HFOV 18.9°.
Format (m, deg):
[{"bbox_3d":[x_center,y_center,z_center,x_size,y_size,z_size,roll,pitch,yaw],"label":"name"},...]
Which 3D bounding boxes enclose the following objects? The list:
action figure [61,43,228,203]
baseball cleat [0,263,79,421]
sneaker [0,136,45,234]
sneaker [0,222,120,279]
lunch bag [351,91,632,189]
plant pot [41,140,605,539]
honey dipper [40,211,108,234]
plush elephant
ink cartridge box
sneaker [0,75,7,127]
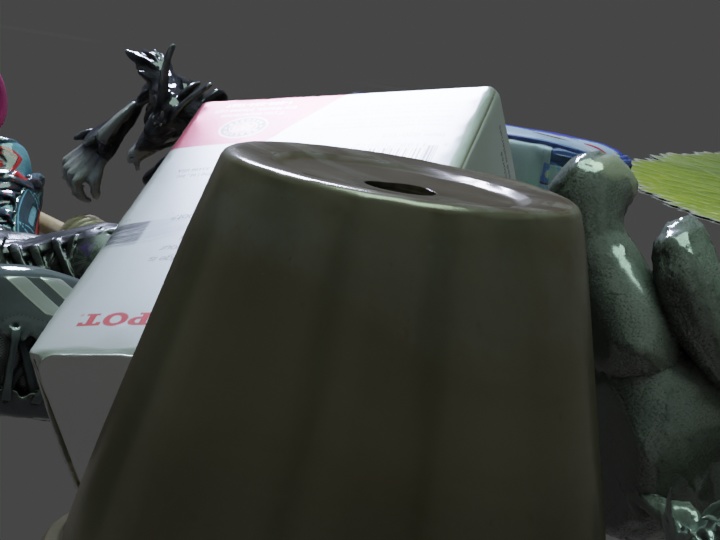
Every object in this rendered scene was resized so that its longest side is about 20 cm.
[{"bbox_3d":[-0.113,-0.058,1.341,0.119,0.102,0.200,38,-14,18],"label":"action figure"},{"bbox_3d":[-0.113,0.041,0.972,0.199,0.070,0.106,3,11,-29],"label":"baseball cleat"},{"bbox_3d":[-0.210,-0.025,1.174,0.079,0.096,0.200,8,10,-13],"label":"sneaker"},{"bbox_3d":[-0.148,0.000,1.047,0.199,0.076,0.087,2,-24,-33],"label":"sneaker"},{"bbox_3d":[0.070,-0.063,1.387,0.198,0.076,0.160,13,8,14],"label":"lunch bag"},{"bbox_3d":[-0.001,0.054,0.699,0.198,0.175,0.200,9,8,-1],"label":"plant pot"},{"bbox_3d":[-0.197,-0.026,1.389,0.038,0.038,0.200,4,8,-28],"label":"honey dipper"},{"bbox_3d":[0.165,0.051,0.937,0.154,0.166,0.201,-10,46,-25],"label":"plush elephant"},{"bbox_3d":[-0.028,0.009,0.896,0.145,0.083,0.200,-1,34,21],"label":"ink cartridge box"},{"bbox_3d":[-0.286,-0.054,1.170,0.199,0.082,0.088,-31,14,-17],"label":"sneaker"}]
